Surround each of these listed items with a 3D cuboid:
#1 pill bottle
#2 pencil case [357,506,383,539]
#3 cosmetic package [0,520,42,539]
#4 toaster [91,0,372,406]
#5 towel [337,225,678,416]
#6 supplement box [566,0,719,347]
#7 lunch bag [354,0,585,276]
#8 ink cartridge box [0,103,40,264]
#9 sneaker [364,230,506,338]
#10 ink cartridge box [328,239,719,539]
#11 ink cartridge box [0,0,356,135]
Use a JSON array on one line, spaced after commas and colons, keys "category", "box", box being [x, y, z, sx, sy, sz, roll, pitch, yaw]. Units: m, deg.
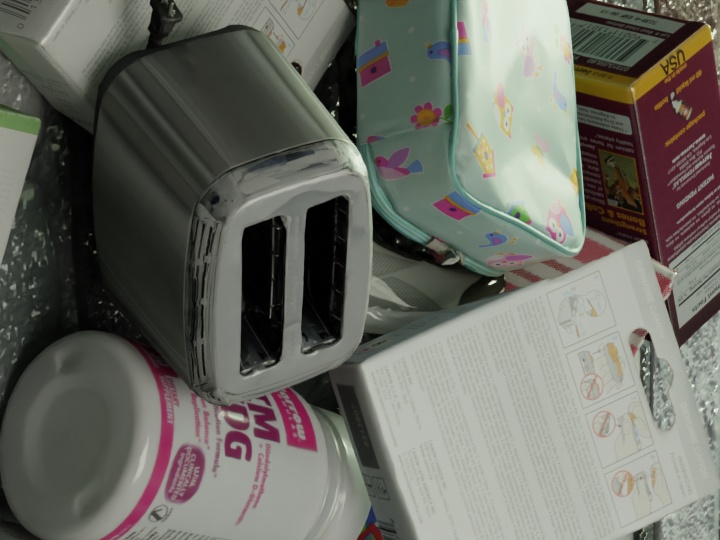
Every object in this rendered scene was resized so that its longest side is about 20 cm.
[{"category": "pill bottle", "box": [-0.090, 0.106, 1.256, 0.200, 0.113, 0.114, 19, 91, -49]}, {"category": "pencil case", "box": [0.030, 0.112, 1.414, 0.087, 0.078, 0.200, 49, 65, -11]}, {"category": "cosmetic package", "box": [-0.133, 0.245, 1.222, 0.200, 0.167, 0.167, 24, 86, -49]}, {"category": "toaster", "box": [-0.063, -0.029, 1.160, 0.113, 0.129, 0.201, -18, 134, -26]}, {"category": "towel", "box": [0.091, 0.048, 1.396, 0.201, 0.146, 0.030, -59, 171, -27]}, {"category": "supplement box", "box": [0.171, -0.063, 1.472, 0.086, 0.110, 0.201, -38, 130, -31]}, {"category": "lunch bag", "box": [0.066, -0.098, 1.321, 0.160, 0.077, 0.201, 29, 55, -51]}, {"category": "ink cartridge box", "box": [-0.243, 0.006, 1.104, 0.145, 0.048, 0.201, 11, 97, -48]}, {"category": "sneaker", "box": [0.000, 0.000, 1.322, 0.199, 0.074, 0.080, 0, 96, -31]}, {"category": "ink cartridge box", "box": [0.095, 0.091, 1.311, 0.199, 0.057, 0.163, -24, 101, -28]}, {"category": "ink cartridge box", "box": [-0.094, -0.133, 1.220, 0.161, 0.050, 0.200, -58, 146, -14]}]
